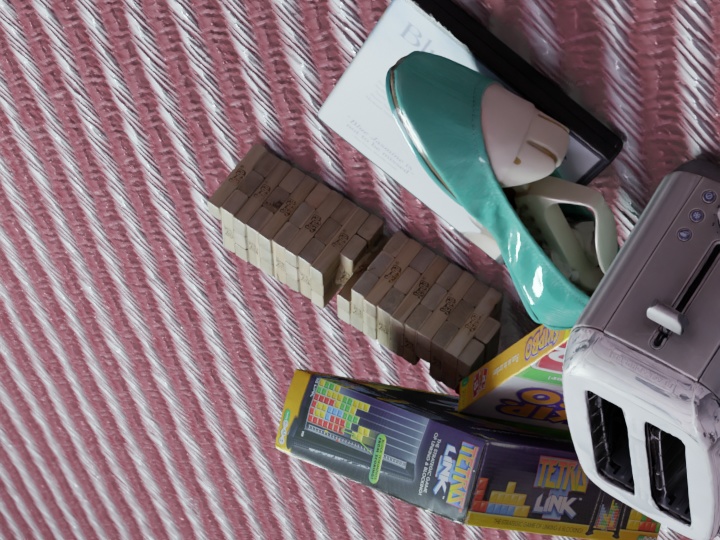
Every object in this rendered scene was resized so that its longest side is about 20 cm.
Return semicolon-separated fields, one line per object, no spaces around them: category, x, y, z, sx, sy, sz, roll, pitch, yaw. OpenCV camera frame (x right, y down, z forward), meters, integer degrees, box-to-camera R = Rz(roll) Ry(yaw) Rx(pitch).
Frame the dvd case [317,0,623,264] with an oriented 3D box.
dvd case;0.056;-0.078;1.429;0.142;0.018;0.200;39;159;-1

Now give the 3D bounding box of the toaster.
toaster;0.177;0.049;1.339;0.113;0.129;0.200;29;158;23

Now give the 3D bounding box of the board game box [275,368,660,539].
board game box;0.073;0.117;1.620;0.165;0.057;0.199;16;-177;41

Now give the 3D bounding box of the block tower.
block tower;0.000;0.000;1.628;0.199;0.054;0.058;33;157;14

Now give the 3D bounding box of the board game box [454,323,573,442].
board game box;0.130;0.064;1.519;0.095;0.030;0.200;15;161;-15

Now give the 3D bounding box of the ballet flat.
ballet flat;0.088;-0.047;1.349;0.070;0.068;0.200;-11;133;30
